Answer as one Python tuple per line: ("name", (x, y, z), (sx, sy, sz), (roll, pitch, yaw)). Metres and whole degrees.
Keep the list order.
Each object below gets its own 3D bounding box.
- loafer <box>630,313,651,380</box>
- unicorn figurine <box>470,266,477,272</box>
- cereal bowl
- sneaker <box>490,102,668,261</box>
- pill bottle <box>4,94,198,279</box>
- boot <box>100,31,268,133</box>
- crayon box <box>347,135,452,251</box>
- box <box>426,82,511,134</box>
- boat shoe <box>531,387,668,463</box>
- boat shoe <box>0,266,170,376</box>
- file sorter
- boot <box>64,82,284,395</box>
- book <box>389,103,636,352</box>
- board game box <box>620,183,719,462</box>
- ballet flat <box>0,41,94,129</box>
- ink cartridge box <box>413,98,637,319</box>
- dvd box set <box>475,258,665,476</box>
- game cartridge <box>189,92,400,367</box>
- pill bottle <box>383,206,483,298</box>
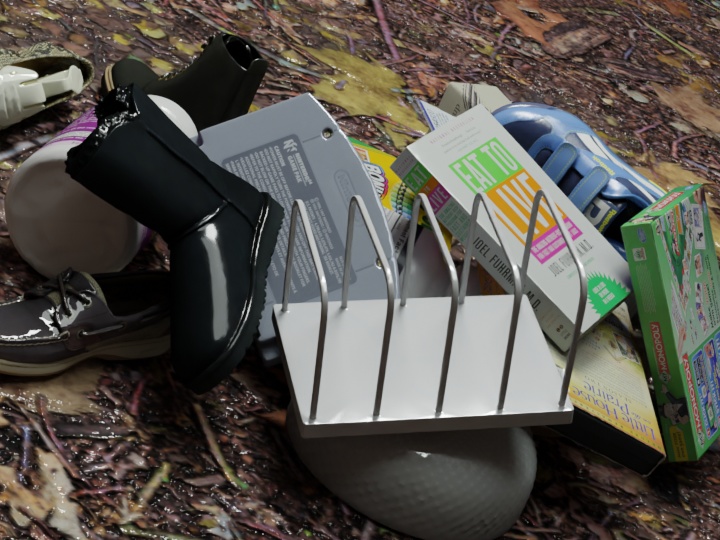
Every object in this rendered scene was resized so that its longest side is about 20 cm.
("loafer", (0.180, 0.065, 1.761), (0.198, 0.069, 0.076), (9, 20, -15))
("unicorn figurine", (0.139, -0.014, 1.858), (0.199, 0.074, 0.138), (10, 40, -42))
("cereal bowl", (0.048, 0.111, 1.538), (0.199, 0.084, 0.200), (20, 25, -10))
("sneaker", (0.190, -0.073, 1.742), (0.199, 0.074, 0.082), (31, 26, -4))
("pill bottle", (-0.197, -0.073, 1.628), (0.112, 0.113, 0.200), (27, 26, 3))
("boot", (-0.151, -0.173, 1.831), (0.077, 0.139, 0.200), (-2, 35, -43))
("crayon box", (-0.003, -0.054, 1.829), (0.171, 0.059, 0.200), (23, 24, -5))
("box", (0.149, -0.103, 2.039), (0.068, 0.083, 0.200), (2, 32, -37))
("boat shoe", (0.200, 0.108, 1.697), (0.199, 0.071, 0.071), (13, 31, -26))
("boat shoe", (-0.207, 0.030, 1.479), (0.199, 0.065, 0.072), (-3, 37, -45))
("file sorter", (0.048, 0.024, 1.461), (0.198, 0.125, 0.139), (-3, 36, -12))
("boot", (-0.146, -0.026, 1.471), (0.168, 0.076, 0.201), (37, 41, -23))
("book", (0.124, -0.033, 1.632), (0.200, 0.048, 0.133), (46, 31, 7))
("board game box", (0.271, 0.041, 1.696), (0.029, 0.202, 0.134), (-7, 12, 30))
("ballet flat", (-0.288, -0.159, 1.753), (0.075, 0.068, 0.200), (5, 17, 20))
("ink cartridge box", (0.140, -0.054, 1.783), (0.199, 0.041, 0.200), (23, 26, -26))
("dvd box set", (0.163, 0.062, 1.615), (0.146, 0.029, 0.201), (28, 29, -22))
("game cartridge", (-0.048, -0.035, 1.594), (0.132, 0.041, 0.201), (-21, 70, -4))
("pill bottle", (0.000, 0.000, 1.671), (0.199, 0.112, 0.111), (27, 25, 2))
